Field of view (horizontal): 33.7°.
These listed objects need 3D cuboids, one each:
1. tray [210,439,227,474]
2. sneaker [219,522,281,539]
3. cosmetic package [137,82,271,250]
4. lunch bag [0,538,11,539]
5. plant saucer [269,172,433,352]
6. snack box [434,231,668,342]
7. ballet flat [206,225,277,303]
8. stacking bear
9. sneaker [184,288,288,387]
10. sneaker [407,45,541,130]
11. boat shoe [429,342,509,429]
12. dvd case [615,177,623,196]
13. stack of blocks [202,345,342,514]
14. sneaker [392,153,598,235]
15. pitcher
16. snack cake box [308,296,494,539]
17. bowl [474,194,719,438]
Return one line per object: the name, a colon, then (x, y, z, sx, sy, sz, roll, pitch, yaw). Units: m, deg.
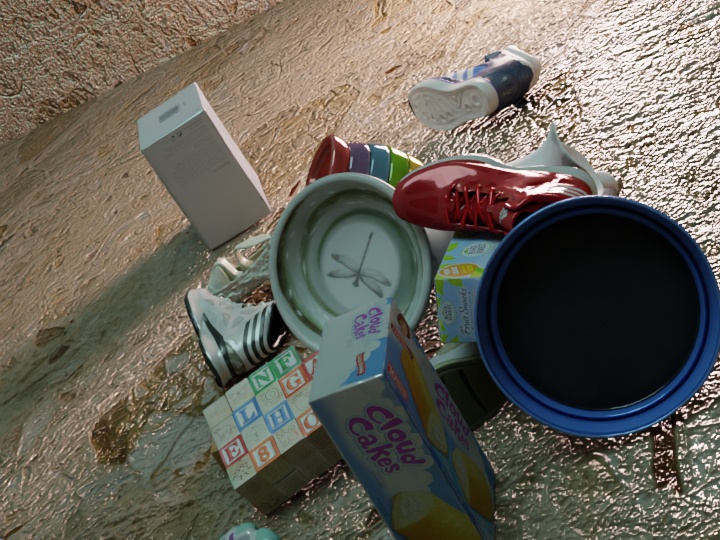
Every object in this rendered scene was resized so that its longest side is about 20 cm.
tray: (-0.061, 0.141, 1.276, 0.200, 0.037, 0.099, -24, 24, 14)
sneaker: (-0.094, 0.289, 0.974, 0.140, 0.078, 0.200, -43, 26, -27)
cosmetic package: (-0.253, -0.169, 1.907, 0.123, 0.200, 0.199, -33, 23, 2)
lunch bag: (-0.415, 0.347, 1.203, 0.200, 0.128, 0.170, -31, 18, -33)
plant saucer: (-0.003, -0.003, 1.259, 0.200, 0.200, 0.050, -16, -5, 31)
snack box: (0.177, 0.007, 1.097, 0.200, 0.068, 0.169, -5, 16, 12)
ballet flat: (-0.155, -0.003, 1.591, 0.200, 0.072, 0.072, -32, 21, 29)
stacking bear: (0.045, -0.090, 1.443, 0.122, 0.200, 0.114, -93, 21, -44)
sneaker: (-0.151, 0.067, 1.506, 0.115, 0.076, 0.201, -25, 31, -6)
sneaker: (0.179, -0.276, 1.767, 0.146, 0.081, 0.200, -34, 19, -28)
boat shoe: (0.108, 0.095, 1.129, 0.200, 0.075, 0.068, -25, 21, -13)
dvd case: (0.198, -0.031, 1.328, 0.149, 0.016, 0.200, -11, 31, 38)
stack of blocks: (-0.048, 0.133, 1.180, 0.200, 0.059, 0.115, -36, 43, 4)
sneaker: (0.118, -0.066, 1.117, 0.200, 0.078, 0.116, -4, 12, 16)
pitcher: (0.169, -0.053, 1.255, 0.200, 0.172, 0.121, -38, 60, 21)
snack cake box: (0.039, 0.136, 0.960, 0.067, 0.200, 0.115, -22, 25, 19)
bowl: (0.196, 0.037, 0.988, 0.201, 0.201, 0.039, -25, 0, 13)
